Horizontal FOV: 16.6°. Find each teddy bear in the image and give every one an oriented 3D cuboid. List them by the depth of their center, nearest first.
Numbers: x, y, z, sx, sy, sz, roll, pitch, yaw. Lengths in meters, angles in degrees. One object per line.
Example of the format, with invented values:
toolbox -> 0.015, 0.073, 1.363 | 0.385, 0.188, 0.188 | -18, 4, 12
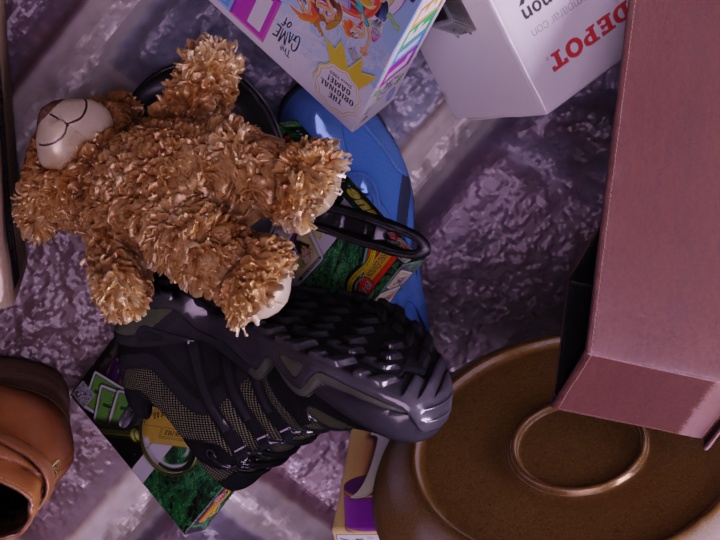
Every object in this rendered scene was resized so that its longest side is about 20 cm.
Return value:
teddy bear -> -0.093, -0.041, 1.180 | 0.067, 0.200, 0.145 | 25, 104, -50

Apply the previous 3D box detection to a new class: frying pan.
frying pan -> -0.062, -0.026, 1.244 | 0.190, 0.031, 0.115 | 43, 116, 24

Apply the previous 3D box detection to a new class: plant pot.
plant pot -> 0.103, 0.089, 1.152 | 0.199, 0.200, 0.028 | -9, 128, 1

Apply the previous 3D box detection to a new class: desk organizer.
desk organizer -> 0.143, -0.029, 1.134 | 0.077, 0.072, 0.201 | 12, 64, -5

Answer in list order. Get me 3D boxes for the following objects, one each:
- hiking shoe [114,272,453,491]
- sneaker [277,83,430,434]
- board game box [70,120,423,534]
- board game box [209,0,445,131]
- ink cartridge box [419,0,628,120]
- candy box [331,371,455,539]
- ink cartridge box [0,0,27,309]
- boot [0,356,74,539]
hiking shoe -> -0.038, 0.061, 1.205 | 0.200, 0.076, 0.101 | 17, 119, 35
sneaker -> 0.000, 0.000, 1.282 | 0.066, 0.078, 0.201 | -10, 107, 4
board game box -> -0.062, 0.031, 1.274 | 0.105, 0.023, 0.200 | 46, 115, 18
board game box -> -0.046, -0.176, 1.165 | 0.200, 0.034, 0.135 | 43, 145, 9
ink cartridge box -> 0.075, -0.192, 1.182 | 0.147, 0.083, 0.200 | -37, 110, -25
candy box -> 0.092, 0.104, 1.202 | 0.199, 0.117, 0.057 | 0, 129, 10
ink cartridge box -> -0.276, -0.063, 1.252 | 0.199, 0.075, 0.165 | -3, 110, 0
boot -> -0.247, 0.093, 1.262 | 0.199, 0.155, 0.077 | 7, 109, -3
